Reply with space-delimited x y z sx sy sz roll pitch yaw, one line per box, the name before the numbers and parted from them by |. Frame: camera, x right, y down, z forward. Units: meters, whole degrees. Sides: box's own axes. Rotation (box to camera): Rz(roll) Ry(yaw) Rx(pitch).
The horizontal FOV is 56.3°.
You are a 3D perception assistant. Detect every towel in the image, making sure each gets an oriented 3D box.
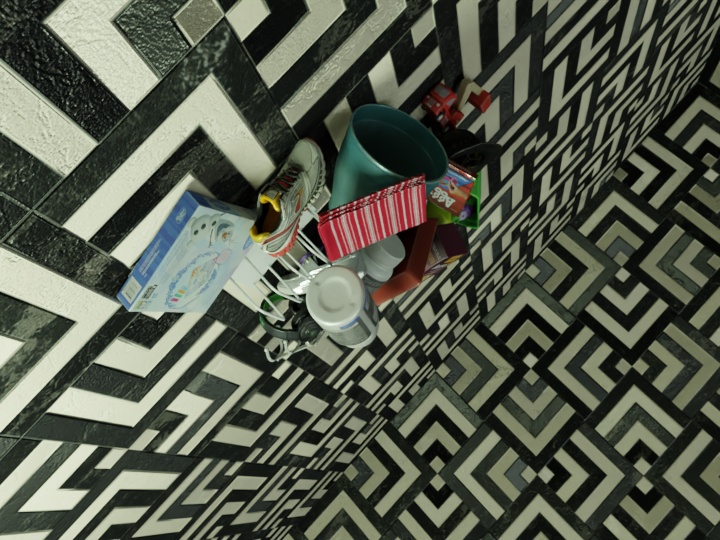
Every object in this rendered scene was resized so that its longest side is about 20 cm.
towel | 0.024 -0.085 1.148 0.195 0.023 0.145 -23 154 -5

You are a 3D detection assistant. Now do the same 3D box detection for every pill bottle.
pill bottle | 0.000 0.000 1.462 0.200 0.114 0.112 -44 163 30
pill bottle | -0.026 0.077 1.284 0.114 0.114 0.201 -44 157 -6

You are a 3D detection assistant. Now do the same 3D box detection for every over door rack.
over door rack | -0.119 0.122 1.536 0.146 0.068 0.200 -24 -170 38

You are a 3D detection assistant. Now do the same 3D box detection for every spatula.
spatula | -0.121 0.015 1.473 0.056 0.021 0.202 -25 150 -34

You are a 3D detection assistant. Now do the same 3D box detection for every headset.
headset | -0.112 0.079 1.402 0.194 0.125 0.096 0 132 -13

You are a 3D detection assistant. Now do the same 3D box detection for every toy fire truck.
toy fire truck | 0.207 -0.358 1.436 0.142 0.049 0.200 -50 158 4

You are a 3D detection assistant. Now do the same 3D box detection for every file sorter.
file sorter | -0.136 -0.025 1.233 0.201 0.124 0.139 -48 159 3

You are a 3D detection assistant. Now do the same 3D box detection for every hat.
hat | 0.199 -0.250 1.436 0.196 0.083 0.201 -20 169 -4

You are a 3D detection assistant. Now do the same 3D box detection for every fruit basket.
fruit basket | 0.221 -0.154 1.687 0.215 0.152 0.221 19 90 -74

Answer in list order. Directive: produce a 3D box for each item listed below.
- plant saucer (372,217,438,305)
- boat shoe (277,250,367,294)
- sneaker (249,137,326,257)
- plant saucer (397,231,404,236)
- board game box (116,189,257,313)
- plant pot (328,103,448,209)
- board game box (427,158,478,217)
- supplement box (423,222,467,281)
plant saucer | 0.080 -0.021 1.536 0.198 0.037 0.203 -29 -149 43
boat shoe | -0.086 -0.001 1.384 0.195 0.070 0.072 -10 -161 21
sneaker | -0.120 -0.124 1.111 0.082 0.076 0.205 27 83 -62
plant saucer | 0.043 -0.107 1.469 0.195 0.033 0.202 -18 153 -9
board game box | -0.266 -0.021 1.091 0.202 0.043 0.198 -53 159 10
plant pot | 0.033 -0.164 1.242 0.198 0.201 0.189 -24 155 -45
board game box | 0.132 -0.197 1.362 0.020 0.197 0.104 -51 168 -43
supplement box | 0.147 -0.028 1.635 0.198 0.087 0.109 -34 166 36
